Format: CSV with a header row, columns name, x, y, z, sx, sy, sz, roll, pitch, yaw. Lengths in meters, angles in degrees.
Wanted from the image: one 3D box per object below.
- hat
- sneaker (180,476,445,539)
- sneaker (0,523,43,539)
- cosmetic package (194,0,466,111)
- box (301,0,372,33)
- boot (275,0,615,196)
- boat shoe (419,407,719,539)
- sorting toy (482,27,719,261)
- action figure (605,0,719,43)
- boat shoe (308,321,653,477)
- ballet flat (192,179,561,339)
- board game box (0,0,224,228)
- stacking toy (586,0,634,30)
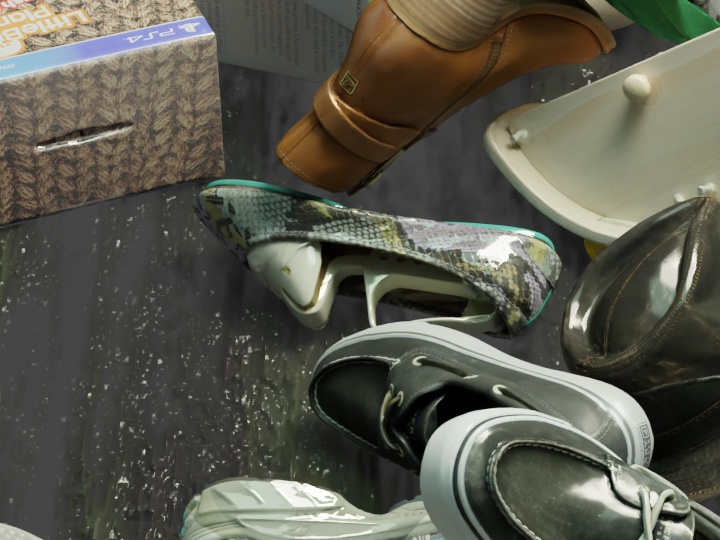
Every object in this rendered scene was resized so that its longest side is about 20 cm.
name,x,y,z,sx,sy,sz,roll,pitch,yaw
hat,0.150,0.021,1.235,0.201,0.081,0.201,-31,24,15
sneaker,0.018,0.149,1.165,0.200,0.078,0.086,2,59,2
sneaker,-0.100,0.194,1.112,0.200,0.082,0.074,36,14,18
cosmetic package,-0.021,-0.170,1.539,0.200,0.101,0.071,13,39,17
box,0.035,-0.200,1.466,0.200,0.036,0.144,-28,45,-30
boot,0.046,-0.099,1.384,0.077,0.155,0.200,45,15,16
boat shoe,0.115,0.111,1.108,0.071,0.200,0.072,-2,66,54
sorting toy,0.203,-0.088,1.408,0.200,0.107,0.180,-22,7,41
action figure,0.144,-0.165,1.389,0.118,0.200,0.055,23,82,44
boat shoe,0.042,0.067,1.218,0.200,0.069,0.057,9,16,43
ballet flat,0.000,0.000,1.353,0.200,0.072,0.072,10,39,16
board game box,-0.185,-0.127,1.491,0.159,0.097,0.200,-14,39,-16
stacking toy,0.184,-0.231,1.620,0.146,0.146,0.200,26,27,31
